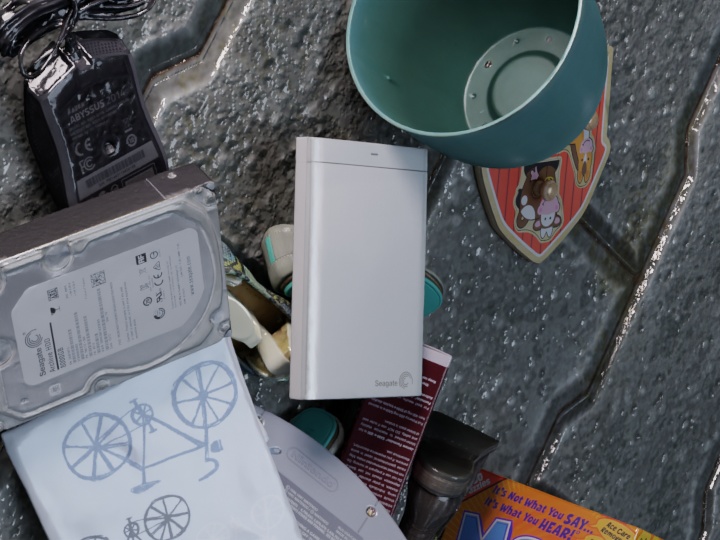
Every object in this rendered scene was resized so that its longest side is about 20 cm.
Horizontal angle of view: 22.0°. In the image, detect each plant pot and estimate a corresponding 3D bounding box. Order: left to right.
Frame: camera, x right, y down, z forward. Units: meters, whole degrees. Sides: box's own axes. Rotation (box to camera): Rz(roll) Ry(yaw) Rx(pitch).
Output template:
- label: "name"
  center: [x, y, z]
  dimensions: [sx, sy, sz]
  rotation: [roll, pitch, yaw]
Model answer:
- label: "plant pot"
  center: [0.110, -0.174, 1.509]
  dimensions: [0.161, 0.200, 0.202]
  rotation: [37, 74, -59]

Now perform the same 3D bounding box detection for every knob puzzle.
- label: "knob puzzle"
  center: [0.179, -0.103, 1.726]
  dimensions: [0.219, 0.030, 0.221]
  rotation: [-19, 116, -44]

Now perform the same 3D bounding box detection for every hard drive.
- label: "hard drive"
  center: [-0.188, 0.020, 1.288]
  dimensions: [0.199, 0.038, 0.140]
  rotation: [-21, 129, -23]
- label: "hard drive"
  center: [0.000, 0.000, 1.462]
  dimensions: [0.131, 0.027, 0.201]
  rotation: [2, 90, -45]

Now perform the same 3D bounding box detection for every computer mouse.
- label: "computer mouse"
  center: [-0.188, -0.111, 1.291]
  dimensions: [0.138, 0.053, 0.201]
  rotation: [-28, 121, -35]

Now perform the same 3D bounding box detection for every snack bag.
- label: "snack bag"
  center: [-0.146, 0.164, 1.375]
  dimensions: [0.188, 0.021, 0.201]
  rotation: [-27, 106, -20]

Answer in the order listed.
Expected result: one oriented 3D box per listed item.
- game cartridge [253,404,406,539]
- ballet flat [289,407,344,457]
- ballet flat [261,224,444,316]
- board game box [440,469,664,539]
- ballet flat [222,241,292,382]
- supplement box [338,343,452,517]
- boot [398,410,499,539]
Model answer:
- label: "game cartridge"
  center: [-0.065, 0.194, 1.456]
  dimensions: [0.200, 0.040, 0.134]
  rotation: [40, 64, -6]
- label: "ballet flat"
  center: [-0.081, 0.196, 1.512]
  dimensions: [0.200, 0.069, 0.070]
  rotation: [-45, 132, -30]
- label: "ballet flat"
  center: [-0.004, -0.006, 1.528]
  dimensions: [0.067, 0.064, 0.199]
  rotation: [-39, 150, 29]
- label: "board game box"
  center: [0.194, 0.328, 1.750]
  dimensions: [0.200, 0.199, 0.201]
  rotation: [29, 81, -48]
- label: "ballet flat"
  center: [-0.086, 0.047, 1.442]
  dimensions: [0.200, 0.074, 0.075]
  rotation: [41, 71, -43]
- label: "supplement box"
  center: [0.014, 0.158, 1.563]
  dimensions: [0.109, 0.061, 0.201]
  rotation: [95, 15, -84]
- label: "boot"
  center: [0.051, 0.226, 1.648]
  dimensions: [0.175, 0.069, 0.200]
  rotation: [-68, 170, 16]
